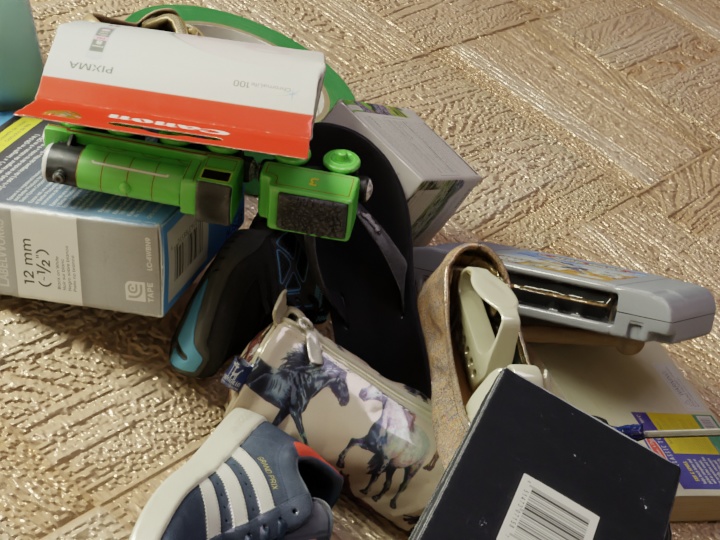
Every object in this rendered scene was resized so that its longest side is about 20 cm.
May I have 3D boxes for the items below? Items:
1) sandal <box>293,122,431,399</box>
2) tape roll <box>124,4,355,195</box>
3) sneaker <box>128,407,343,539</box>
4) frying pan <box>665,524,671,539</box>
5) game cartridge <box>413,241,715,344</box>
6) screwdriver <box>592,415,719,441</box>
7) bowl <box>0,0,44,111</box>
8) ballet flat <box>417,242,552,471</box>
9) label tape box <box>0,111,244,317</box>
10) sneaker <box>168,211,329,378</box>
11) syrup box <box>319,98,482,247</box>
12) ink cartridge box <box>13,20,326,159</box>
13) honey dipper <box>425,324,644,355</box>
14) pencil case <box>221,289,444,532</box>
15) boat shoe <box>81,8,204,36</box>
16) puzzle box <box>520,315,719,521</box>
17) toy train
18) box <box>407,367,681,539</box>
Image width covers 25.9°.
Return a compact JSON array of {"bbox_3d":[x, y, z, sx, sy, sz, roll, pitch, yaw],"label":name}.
[{"bbox_3d":[0.001,0.000,0.975,0.043,0.075,0.203,8,64,-75],"label":"sandal"},{"bbox_3d":[-0.100,-0.136,1.225,0.198,0.049,0.201,20,31,-12],"label":"tape roll"},{"bbox_3d":[-0.062,0.140,0.799,0.084,0.076,0.200,25,29,7],"label":"sneaker"},{"bbox_3d":[0.116,0.164,0.940,0.114,0.031,0.190,25,36,26],"label":"frying pan"},{"bbox_3d":[0.142,0.012,1.101,0.198,0.042,0.133,12,12,26],"label":"game cartridge"},{"bbox_3d":[0.199,0.102,1.011,0.197,0.028,0.029,-8,58,11],"label":"screwdriver"},{"bbox_3d":[-0.289,-0.190,1.050,0.104,0.202,0.201,-18,46,-17],"label":"bowl"},{"bbox_3d":[0.072,0.061,0.864,0.067,0.068,0.201,8,42,-24],"label":"ballet flat"},{"bbox_3d":[-0.188,-0.041,0.981,0.197,0.067,0.144,6,27,15],"label":"label tape box"},{"bbox_3d":[-0.057,0.014,1.004,0.081,0.073,0.200,35,34,0],"label":"sneaker"},{"bbox_3d":[0.016,-0.061,1.099,0.081,0.079,0.200,44,14,8],"label":"syrup box"},{"bbox_3d":[-0.101,-0.109,0.902,0.160,0.058,0.200,8,7,-3],"label":"ink cartridge box"},{"bbox_3d":[0.105,0.045,1.083,0.197,0.038,0.038,6,34,-15],"label":"honey dipper"},{"bbox_3d":[0.016,0.097,0.911,0.198,0.090,0.078,30,46,5],"label":"pencil case"},{"bbox_3d":[-0.131,-0.143,1.086,0.071,0.065,0.199,35,21,19],"label":"boat shoe"},{"bbox_3d":[0.187,0.097,1.108,0.132,0.026,0.201,6,36,-31],"label":"puzzle box"},{"bbox_3d":[-0.092,-0.055,0.901,0.197,0.042,0.057,9,39,5],"label":"toy train"},{"bbox_3d":[0.050,0.180,0.716,0.103,0.183,0.200,29,31,5],"label":"box"}]
